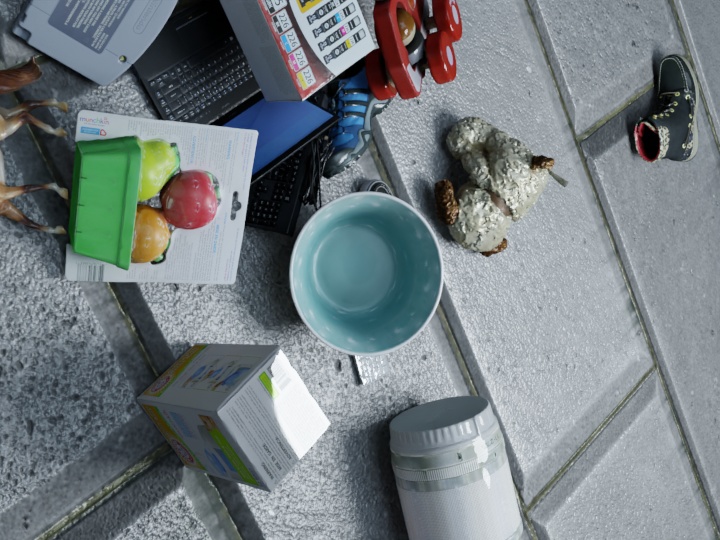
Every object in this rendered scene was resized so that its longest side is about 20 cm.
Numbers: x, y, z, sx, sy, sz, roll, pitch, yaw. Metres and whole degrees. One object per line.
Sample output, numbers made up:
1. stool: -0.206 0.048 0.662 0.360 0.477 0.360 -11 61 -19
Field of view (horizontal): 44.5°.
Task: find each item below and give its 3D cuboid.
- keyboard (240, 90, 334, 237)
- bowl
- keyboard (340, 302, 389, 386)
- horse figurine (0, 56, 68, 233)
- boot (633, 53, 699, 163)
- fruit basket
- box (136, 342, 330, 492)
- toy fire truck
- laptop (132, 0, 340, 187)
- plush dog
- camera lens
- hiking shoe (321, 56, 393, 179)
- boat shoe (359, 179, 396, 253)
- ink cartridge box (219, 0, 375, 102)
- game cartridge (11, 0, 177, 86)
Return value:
1. keyboard: -0.087 -0.147 1.113 0.102 0.040 0.205 11 75 9
2. bowl: 0.000 0.000 1.137 0.196 0.105 0.206 -1 96 -11
3. keyboard: -0.004 0.054 1.213 0.056 0.011 0.205 -21 99 -38
4. horse figurine: -0.369 -0.116 0.906 0.130 0.050 0.205 1 93 -21
5. boot: 0.574 -0.303 1.661 0.152 0.073 0.209 -13 97 -43
6. fruit basket: -0.221 -0.076 0.976 0.196 0.094 0.189 -1 113 -31
7. box: -0.144 0.155 0.973 0.101 0.198 0.114 -44 113 -31
8. toy fire truck: 0.052 -0.330 1.138 0.169 0.110 0.203 56 34 -42
9. laptop: -0.152 -0.225 1.062 0.177 0.102 0.203 -41 113 -34
10. plush dog: 0.200 -0.107 1.321 0.199 0.160 0.173 37 88 -30
11. camera lens: 0.129 0.292 1.203 0.158 0.158 0.205 -18 97 -37
12. hiking shoe: -0.024 -0.210 1.190 0.086 0.074 0.202 41 52 -23
13. boat shoe: 0.045 -0.028 1.224 0.069 0.066 0.205 -6 90 -38
14. ink cartridge box: -0.070 -0.331 1.028 0.175 0.083 0.203 -41 121 -28
15. game cartridge: -0.268 -0.305 0.947 0.132 0.042 0.201 25 114 -37
